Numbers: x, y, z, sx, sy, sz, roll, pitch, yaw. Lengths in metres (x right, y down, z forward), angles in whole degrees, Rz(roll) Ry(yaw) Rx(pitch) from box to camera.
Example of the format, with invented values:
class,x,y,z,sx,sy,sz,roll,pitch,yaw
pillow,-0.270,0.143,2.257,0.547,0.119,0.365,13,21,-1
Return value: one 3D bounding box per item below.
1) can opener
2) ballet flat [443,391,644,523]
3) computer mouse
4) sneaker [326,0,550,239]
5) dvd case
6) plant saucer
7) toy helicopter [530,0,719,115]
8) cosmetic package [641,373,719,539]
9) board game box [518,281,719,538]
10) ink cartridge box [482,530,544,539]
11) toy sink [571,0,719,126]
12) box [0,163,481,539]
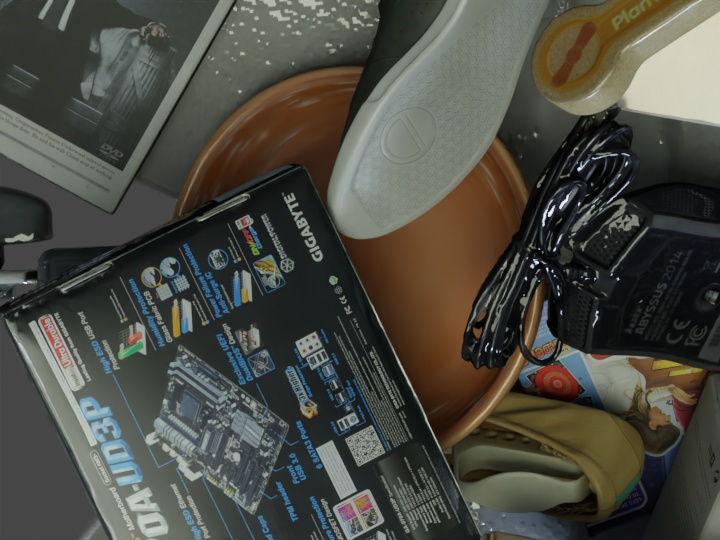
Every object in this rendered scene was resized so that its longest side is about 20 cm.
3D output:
class,x,y,z,sx,sy,sz,roll,pitch,yaw
can opener,-0.138,-0.013,1.305,0.199,0.053,0.067,-2,90,21
ballet flat,0.043,0.087,1.326,0.199,0.063,0.069,7,125,17
computer mouse,0.142,-0.008,1.244,0.199,0.053,0.139,11,118,-35
sneaker,0.027,-0.116,1.245,0.071,0.099,0.201,20,102,-39
dvd case,-0.140,-0.145,1.291,0.150,0.025,0.200,29,112,-8
plant saucer,0.000,0.000,1.297,0.199,0.037,0.201,0,90,23
toy helicopter,0.152,-0.141,1.114,0.200,0.133,0.079,-35,146,20
cosmetic package,0.198,0.161,1.332,0.107,0.085,0.201,12,127,-9
board game box,0.183,0.042,1.337,0.199,0.034,0.136,-21,109,13
ink cartridge box,0.119,0.225,1.271,0.164,0.075,0.200,9,136,-5
toy sink,0.170,-0.177,1.210,0.130,0.112,0.201,9,107,0
box,-0.056,0.072,1.227,0.158,0.046,0.201,-27,95,-8
